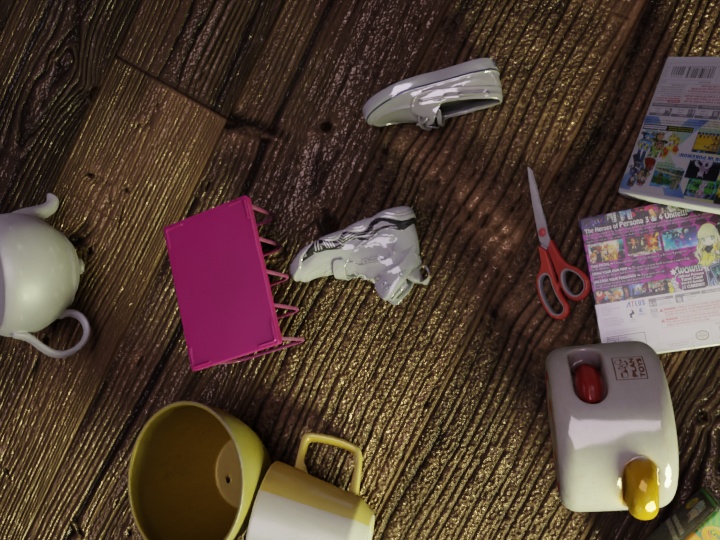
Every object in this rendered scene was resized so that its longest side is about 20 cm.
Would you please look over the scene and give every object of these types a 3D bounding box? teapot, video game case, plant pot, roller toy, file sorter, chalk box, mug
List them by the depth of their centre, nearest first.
[{"bbox_3d":[0.404,0.339,0.825,0.200,0.124,0.124,-46,74,10],"label":"chalk box"},{"bbox_3d":[0.290,0.178,0.839,0.136,0.200,0.188,-6,82,12],"label":"roller toy"},{"bbox_3d":[0.421,-0.161,0.858,0.198,0.022,0.187,22,92,53],"label":"video game case"},{"bbox_3d":[0.385,0.008,0.905,0.195,0.036,0.187,-11,82,17],"label":"video game case"},{"bbox_3d":[-0.058,0.331,0.969,0.149,0.149,0.192,11,95,10],"label":"mug"},{"bbox_3d":[-0.200,0.284,1.007,0.195,0.141,0.206,-5,80,27],"label":"plant pot"},{"bbox_3d":[-0.172,0.023,1.036,0.136,0.125,0.205,-17,79,16],"label":"file sorter"},{"bbox_3d":[-0.506,0.007,1.142,0.196,0.144,0.205,31,118,43],"label":"teapot"}]

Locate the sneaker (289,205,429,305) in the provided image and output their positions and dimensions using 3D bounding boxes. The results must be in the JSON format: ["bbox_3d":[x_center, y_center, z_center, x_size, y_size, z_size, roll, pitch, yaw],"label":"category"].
[{"bbox_3d":[0.000,0.000,1.008,0.196,0.075,0.118,-24,76,11],"label":"sneaker"}]

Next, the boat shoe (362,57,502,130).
[{"bbox_3d":[0.098,-0.228,0.998,0.195,0.073,0.067,-17,76,17],"label":"boat shoe"}]

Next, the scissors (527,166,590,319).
[{"bbox_3d":[0.240,-0.036,0.964,0.073,0.014,0.204,-41,61,39],"label":"scissors"}]
